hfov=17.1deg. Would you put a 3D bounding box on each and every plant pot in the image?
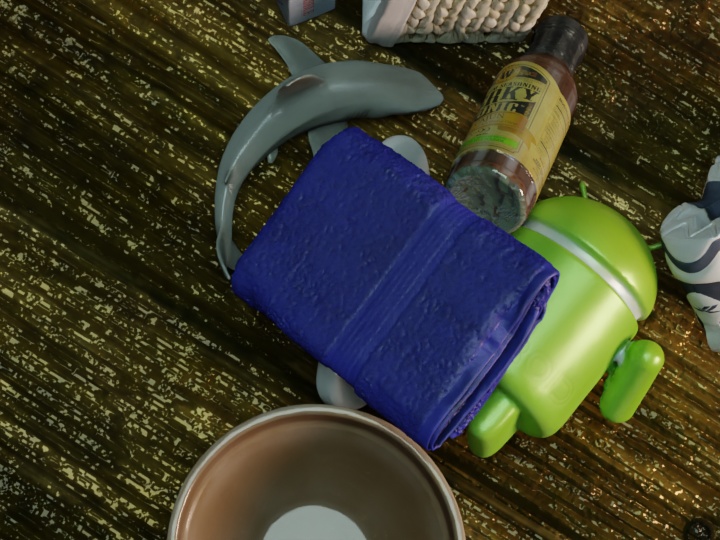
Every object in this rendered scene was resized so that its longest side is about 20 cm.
[{"bbox_3d":[-0.031,0.197,1.632,0.200,0.093,0.202,0,77,-2],"label":"plant pot"}]

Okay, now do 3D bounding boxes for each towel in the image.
[{"bbox_3d":[0.023,0.010,1.613,0.200,0.050,0.148,37,90,26],"label":"towel"}]

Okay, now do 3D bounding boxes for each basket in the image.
[{"bbox_3d":[0.073,-0.246,1.684,0.123,0.200,0.136,2,78,-8],"label":"basket"}]

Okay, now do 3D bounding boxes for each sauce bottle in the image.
[{"bbox_3d":[0.114,-0.107,1.682,0.065,0.065,0.200,23,44,3],"label":"sauce bottle"}]

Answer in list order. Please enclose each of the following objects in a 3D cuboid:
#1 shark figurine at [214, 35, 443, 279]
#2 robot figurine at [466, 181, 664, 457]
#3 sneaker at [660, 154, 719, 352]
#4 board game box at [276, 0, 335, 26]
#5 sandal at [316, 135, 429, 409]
[{"bbox_3d":[-0.056,-0.098,1.700,0.128,0.090,0.214,42,77,8],"label":"shark figurine"},{"bbox_3d":[0.125,0.033,1.662,0.175,0.116,0.200,37,78,14],"label":"robot figurine"},{"bbox_3d":[0.292,-0.015,1.707,0.079,0.130,0.199,4,33,35],"label":"sneaker"},{"bbox_3d":[-0.074,-0.294,1.684,0.041,0.200,0.200,-24,79,-6],"label":"board game box"},{"bbox_3d":[-0.004,-0.003,1.694,0.050,0.082,0.203,6,74,34],"label":"sandal"}]
